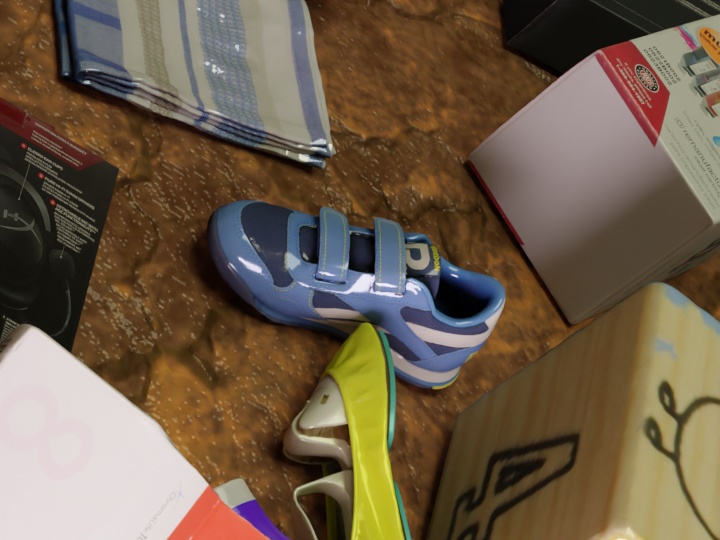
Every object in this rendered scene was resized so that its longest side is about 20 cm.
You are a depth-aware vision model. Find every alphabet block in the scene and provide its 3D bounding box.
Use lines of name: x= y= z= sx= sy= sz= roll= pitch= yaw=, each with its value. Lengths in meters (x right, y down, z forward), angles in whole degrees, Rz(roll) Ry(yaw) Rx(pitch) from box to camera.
alphabet block: x=0.163 y=0.164 z=1.181 sx=0.195 sy=0.196 sz=0.200 roll=35 pitch=41 yaw=-17

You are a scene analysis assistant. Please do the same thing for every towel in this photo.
towel: x=-0.106 y=-0.150 z=1.308 sx=0.200 sy=0.024 sz=0.147 roll=17 pitch=49 yaw=-35

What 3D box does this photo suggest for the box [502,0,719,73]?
box: x=0.207 y=-0.207 z=1.615 sx=0.200 sy=0.079 sz=0.141 roll=24 pitch=42 yaw=-30

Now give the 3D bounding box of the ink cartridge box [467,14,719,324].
ink cartridge box: x=0.210 y=-0.077 z=1.459 sx=0.200 sy=0.145 sz=0.145 roll=-22 pitch=76 yaw=-51

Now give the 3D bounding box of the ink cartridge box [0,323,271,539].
ink cartridge box: x=-0.132 y=0.149 z=0.960 sx=0.200 sy=0.057 sz=0.163 roll=39 pitch=74 yaw=-9

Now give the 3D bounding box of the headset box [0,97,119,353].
headset box: x=-0.216 y=-0.015 z=1.050 sx=0.149 sy=0.077 sz=0.200 roll=31 pitch=42 yaw=-24

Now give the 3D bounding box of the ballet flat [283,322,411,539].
ballet flat: x=-0.009 y=0.115 z=1.164 sx=0.067 sy=0.067 sz=0.200 roll=4 pitch=57 yaw=-17

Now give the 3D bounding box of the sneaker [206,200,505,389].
sneaker: x=0.000 y=0.000 z=1.244 sx=0.200 sy=0.082 sz=0.074 roll=24 pitch=47 yaw=-27

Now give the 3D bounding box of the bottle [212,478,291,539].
bottle: x=-0.031 y=0.203 z=1.053 sx=0.200 sy=0.065 sz=0.084 roll=59 pitch=1 yaw=11
